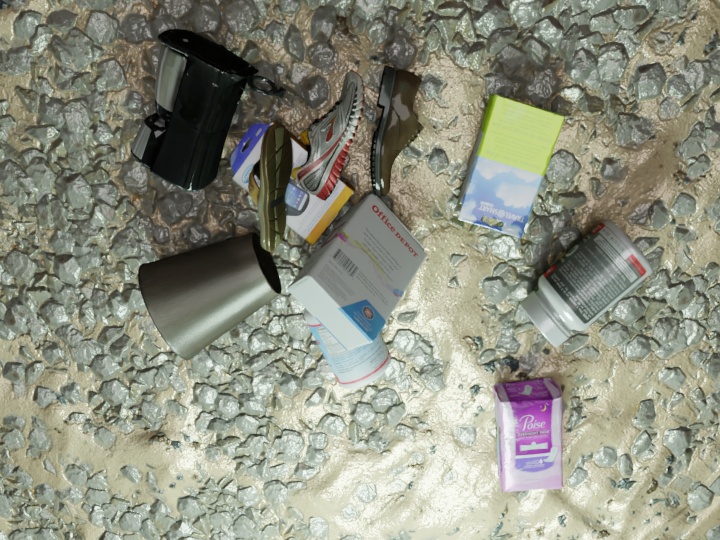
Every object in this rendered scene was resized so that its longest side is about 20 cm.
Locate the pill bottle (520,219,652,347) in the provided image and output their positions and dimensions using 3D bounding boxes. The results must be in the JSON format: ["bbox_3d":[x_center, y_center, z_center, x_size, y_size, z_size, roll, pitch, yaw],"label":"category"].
[{"bbox_3d":[0.370,0.024,1.022,0.114,0.114,0.200,44,104,-11],"label":"pill bottle"}]

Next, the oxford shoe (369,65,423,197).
[{"bbox_3d":[0.059,-0.213,0.982,0.082,0.073,0.206,9,109,-5],"label":"oxford shoe"}]

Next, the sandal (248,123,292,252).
[{"bbox_3d":[-0.151,-0.131,0.982,0.053,0.080,0.206,15,113,20],"label":"sandal"}]

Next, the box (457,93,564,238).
[{"bbox_3d":[0.239,-0.169,1.000,0.119,0.048,0.205,15,108,-2],"label":"box"}]

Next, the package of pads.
[{"bbox_3d":[0.311,0.307,1.134,0.117,0.076,0.206,-6,107,1],"label":"package of pads"}]

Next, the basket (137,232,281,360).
[{"bbox_3d":[-0.243,0.031,1.042,0.196,0.136,0.184,-23,107,6],"label":"basket"}]

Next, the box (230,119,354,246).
[{"bbox_3d":[-0.119,-0.152,1.025,0.199,0.042,0.120,40,105,-7],"label":"box"}]

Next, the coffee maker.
[{"bbox_3d":[-0.244,-0.229,0.938,0.191,0.134,0.203,38,120,19],"label":"coffee maker"}]

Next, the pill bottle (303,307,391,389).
[{"bbox_3d":[-0.032,0.093,1.062,0.107,0.109,0.204,-24,105,9],"label":"pill bottle"}]

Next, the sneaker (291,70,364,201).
[{"bbox_3d":[-0.049,-0.218,0.960,0.080,0.078,0.205,22,87,-9],"label":"sneaker"}]

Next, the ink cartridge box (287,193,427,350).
[{"bbox_3d":[0.000,0.000,0.986,0.145,0.201,0.084,45,146,-13],"label":"ink cartridge box"}]
